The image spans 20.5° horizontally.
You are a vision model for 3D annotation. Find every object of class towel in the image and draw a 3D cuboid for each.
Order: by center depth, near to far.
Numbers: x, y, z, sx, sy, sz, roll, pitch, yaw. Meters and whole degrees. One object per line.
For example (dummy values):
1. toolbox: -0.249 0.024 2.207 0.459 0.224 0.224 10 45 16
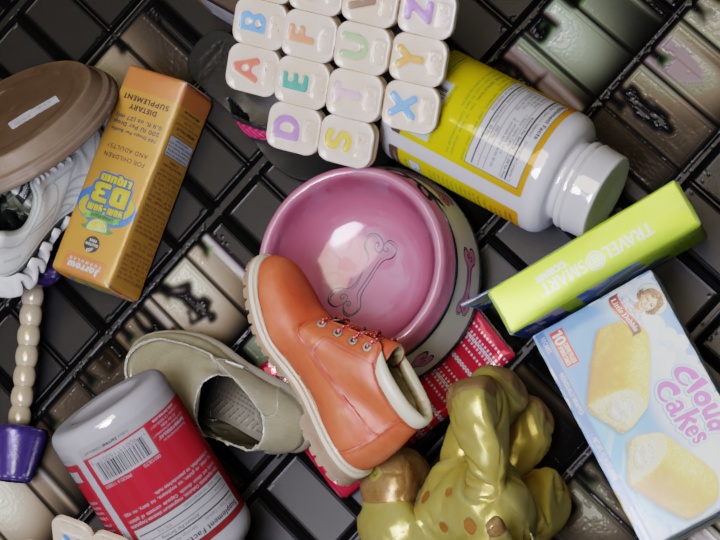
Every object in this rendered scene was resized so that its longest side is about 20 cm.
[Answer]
1. towel: 0.017 0.083 1.730 0.200 0.022 0.145 -40 72 5

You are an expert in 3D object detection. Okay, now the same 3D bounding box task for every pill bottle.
1. pill bottle: -0.164 0.194 1.685 0.112 0.112 0.201 -30 100 9
2. pill bottle: 0.123 -0.105 1.690 0.199 0.109 0.110 29 88 20

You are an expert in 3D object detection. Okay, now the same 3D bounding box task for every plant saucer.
1. plant saucer: -0.312 -0.131 1.800 0.199 0.030 0.201 -20 30 12

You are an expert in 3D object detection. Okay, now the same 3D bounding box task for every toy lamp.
1. toy lamp: -0.305 0.091 1.808 0.058 0.058 0.202 2 77 17

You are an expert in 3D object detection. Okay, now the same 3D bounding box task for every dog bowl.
1. dog bowl: 0.000 0.000 1.702 0.199 0.074 0.202 -3 79 15

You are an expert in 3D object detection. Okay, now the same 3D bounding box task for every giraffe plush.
1. giraffe plush: 0.068 0.191 1.627 0.161 0.172 0.201 -17 57 25

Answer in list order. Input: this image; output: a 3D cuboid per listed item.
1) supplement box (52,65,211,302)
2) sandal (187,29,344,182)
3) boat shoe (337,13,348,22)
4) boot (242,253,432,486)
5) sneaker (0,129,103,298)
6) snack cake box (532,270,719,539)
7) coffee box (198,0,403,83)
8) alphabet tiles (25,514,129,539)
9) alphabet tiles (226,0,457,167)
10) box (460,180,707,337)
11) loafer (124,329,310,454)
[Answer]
1. supplement box: -0.206 -0.078 1.806 0.066 0.069 0.201 18 86 20
2. sandal: -0.085 -0.148 1.794 0.200 0.045 0.075 39 91 20
3. boat shoe: -0.071 -0.271 1.715 0.199 0.075 0.066 30 75 11
4. boot: -0.016 0.060 1.604 0.107 0.075 0.201 -35 79 31
5. sneaker: -0.288 -0.071 1.795 0.075 0.081 0.201 14 55 16
6. snack cake box: 0.240 0.116 1.633 0.115 0.067 0.201 -30 73 10
7. coffee box: -0.042 -0.245 1.782 0.199 0.080 0.115 31 88 20
8. alphabet tiles: -0.201 0.292 1.689 0.199 0.197 0.015 16 40 20
9. alphabet tiles: -0.019 -0.191 1.660 0.194 0.015 0.201 16 107 20
10. box: 0.187 -0.001 1.642 0.199 0.122 0.048 -30 81 9
11. loafer: -0.131 0.104 1.730 0.199 0.068 0.076 18 101 28
